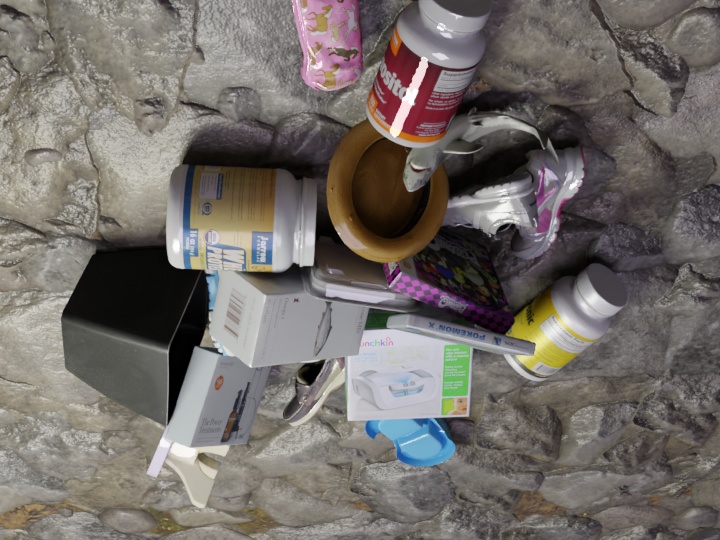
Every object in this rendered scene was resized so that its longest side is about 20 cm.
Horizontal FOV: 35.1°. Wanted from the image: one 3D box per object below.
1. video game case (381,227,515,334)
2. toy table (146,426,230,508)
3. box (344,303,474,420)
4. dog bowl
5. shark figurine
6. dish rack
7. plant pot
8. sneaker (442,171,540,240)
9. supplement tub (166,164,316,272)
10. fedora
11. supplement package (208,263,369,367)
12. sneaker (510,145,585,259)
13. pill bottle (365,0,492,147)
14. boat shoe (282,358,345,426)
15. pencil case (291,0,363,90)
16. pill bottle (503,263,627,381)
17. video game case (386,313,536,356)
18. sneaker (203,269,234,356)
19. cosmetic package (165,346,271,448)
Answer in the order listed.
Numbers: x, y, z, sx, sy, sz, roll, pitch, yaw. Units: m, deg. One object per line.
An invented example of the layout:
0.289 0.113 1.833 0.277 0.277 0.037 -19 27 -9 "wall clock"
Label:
0.115 -0.005 1.630 0.200 0.181 0.036 24 120 -24 "video game case"
-0.294 0.310 1.992 0.117 0.184 0.200 22 161 -5 "toy table"
0.075 0.138 1.815 0.200 0.097 0.177 -1 120 -4 "box"
0.089 0.282 2.047 0.111 0.050 0.200 -26 132 25 "dog bowl"
0.149 -0.171 1.523 0.214 0.128 0.090 -14 151 -5 "shark figurine"
0.000 0.000 1.647 0.171 0.200 0.044 9 108 -10 "dish rack"
-0.343 0.084 1.726 0.177 0.200 0.200 14 137 3 "plant pot"
0.165 -0.076 1.581 0.200 0.075 0.082 -11 103 55 "sneaker"
-0.162 -0.071 1.579 0.200 0.145 0.145 2 138 -3 "supplement tub"
0.025 -0.109 1.547 0.200 0.201 0.082 25 167 -26 "fedora"
-0.100 0.058 1.664 0.200 0.117 0.117 -3 114 -40 "supplement package"
0.244 -0.101 1.612 0.088 0.081 0.200 12 130 -8 "sneaker"
0.086 -0.258 1.403 0.113 0.113 0.200 11 136 -13 "pill bottle"
-0.080 0.187 1.927 0.065 0.072 0.200 28 127 -22 "boat shoe"
-0.044 -0.310 1.365 0.086 0.083 0.200 -6 138 4 "pencil case"
0.319 0.078 1.779 0.111 0.111 0.200 24 132 -25 "pill bottle"
0.139 0.093 1.637 0.182 0.022 0.200 13 175 -6 "video game case"
-0.183 0.037 1.704 0.086 0.075 0.200 -1 113 4 "sneaker"
-0.221 0.202 1.816 0.052 0.151 0.200 16 180 21 "cosmetic package"
